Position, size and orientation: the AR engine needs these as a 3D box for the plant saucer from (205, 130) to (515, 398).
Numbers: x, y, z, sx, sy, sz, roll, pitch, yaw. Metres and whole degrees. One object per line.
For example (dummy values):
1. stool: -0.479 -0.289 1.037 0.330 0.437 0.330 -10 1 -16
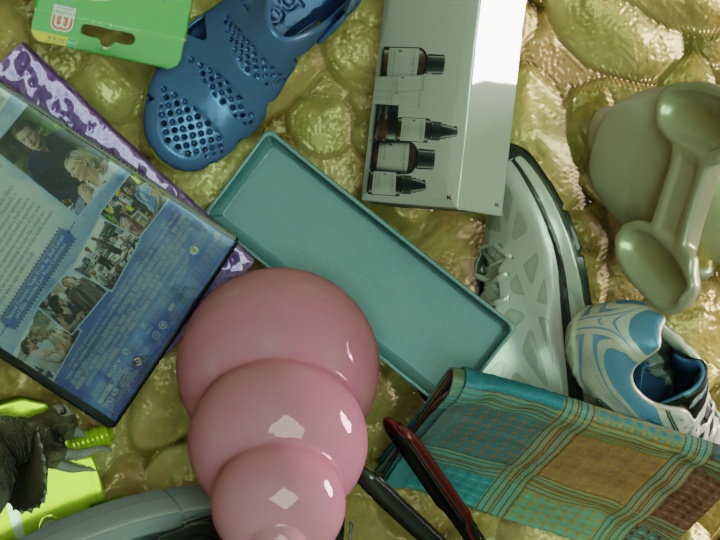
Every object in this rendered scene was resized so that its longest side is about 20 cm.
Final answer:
1. plant saucer: 0.000 0.000 1.674 0.200 0.019 0.070 39 97 8

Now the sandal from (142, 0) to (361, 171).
1. sandal: -0.062 -0.146 1.657 0.079 0.087 0.200 38 85 -10

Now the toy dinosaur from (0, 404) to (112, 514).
1. toy dinosaur: -0.253 0.135 1.587 0.200 0.077 0.102 -41 90 -9

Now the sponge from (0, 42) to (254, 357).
1. sponge: -0.174 -0.034 1.652 0.200 0.030 0.112 43 96 -9

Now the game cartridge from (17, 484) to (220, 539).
1. game cartridge: -0.156 0.210 1.633 0.199 0.041 0.134 -21 114 -18

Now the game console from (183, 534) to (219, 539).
1. game console: -0.045 0.277 1.563 0.199 0.118 0.171 27 95 -31

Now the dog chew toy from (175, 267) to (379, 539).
1. dog chew toy: -0.048 0.093 1.590 0.124 0.201 0.125 -1 132 -1

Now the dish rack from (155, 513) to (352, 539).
1. dish rack: -0.066 0.241 1.638 0.153 0.055 0.201 -7 112 -25

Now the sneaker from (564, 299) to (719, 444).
1. sneaker: 0.195 0.086 1.677 0.200 0.072 0.072 47 57 -45

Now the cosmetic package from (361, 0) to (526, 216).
1. cosmetic package: 0.055 -0.138 1.676 0.051 0.082 0.201 7 88 -51

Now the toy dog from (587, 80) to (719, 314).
1. toy dog: 0.253 -0.045 1.692 0.199 0.194 0.140 6 99 -30

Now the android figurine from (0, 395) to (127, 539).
1. android figurine: -0.240 0.150 1.648 0.199 0.041 0.183 -15 93 -9

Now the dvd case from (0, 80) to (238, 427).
1. dvd case: -0.195 -0.015 1.631 0.200 0.018 0.143 33 98 -8

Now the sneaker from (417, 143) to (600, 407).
1. sneaker: 0.084 0.028 1.692 0.115 0.076 0.202 -17 96 -12

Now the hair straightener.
1. hair straightener: 0.044 0.183 1.672 0.077 0.041 0.200 -44 126 -13

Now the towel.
1. towel: 0.124 0.124 1.674 0.199 0.147 0.022 18 55 -12

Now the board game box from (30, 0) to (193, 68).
1. board game box: -0.138 -0.229 1.639 0.095 0.030 0.201 11 86 -9
